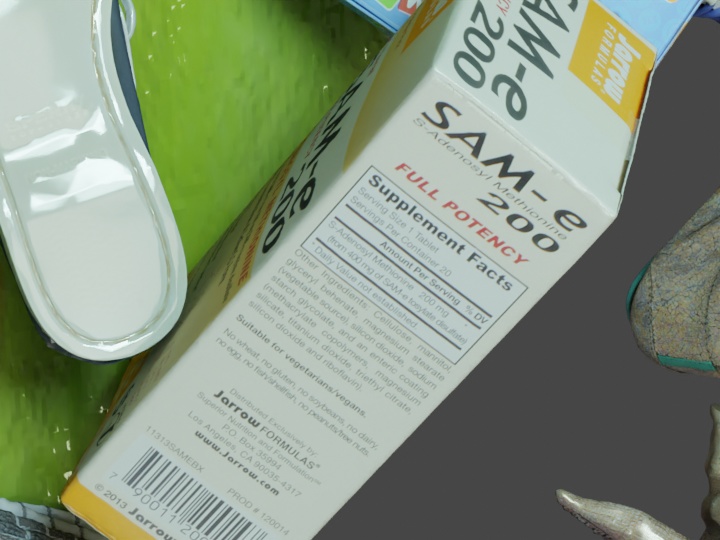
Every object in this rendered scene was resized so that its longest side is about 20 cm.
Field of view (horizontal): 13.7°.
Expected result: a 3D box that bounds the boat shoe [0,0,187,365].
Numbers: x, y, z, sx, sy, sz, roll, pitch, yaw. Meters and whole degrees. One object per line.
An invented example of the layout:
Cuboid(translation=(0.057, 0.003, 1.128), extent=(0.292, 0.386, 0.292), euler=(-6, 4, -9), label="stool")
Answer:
Cuboid(translation=(-0.103, -0.068, 0.954), extent=(0.075, 0.062, 0.200), euler=(-21, 94, -14), label="boat shoe")

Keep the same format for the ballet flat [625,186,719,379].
Cuboid(translation=(0.184, -0.036, 1.150), extent=(0.068, 0.067, 0.200), euler=(42, 80, -35), label="ballet flat")

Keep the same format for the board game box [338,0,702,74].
Cuboid(translation=(0.071, -0.157, 1.000), extent=(0.151, 0.037, 0.200), euler=(35, 90, 0), label="board game box")

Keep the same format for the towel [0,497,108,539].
Cuboid(translation=(-0.128, 0.161, 1.000), extent=(0.200, 0.086, 0.166), euler=(18, 93, -35), label="towel")

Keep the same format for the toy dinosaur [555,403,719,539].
Cuboid(translation=(0.170, 0.132, 1.188), extent=(0.200, 0.086, 0.136), euler=(3, 110, -28), label="toy dinosaur")

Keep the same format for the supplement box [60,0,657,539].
Cuboid(translation=(0.000, 0.000, 0.950), extent=(0.074, 0.126, 0.200), euler=(38, 117, -9), label="supplement box")

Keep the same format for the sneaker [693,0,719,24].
Cuboid(translation=(0.109, -0.117, 1.078), extent=(0.115, 0.081, 0.199), euler=(-49, 117, -6), label="sneaker")
